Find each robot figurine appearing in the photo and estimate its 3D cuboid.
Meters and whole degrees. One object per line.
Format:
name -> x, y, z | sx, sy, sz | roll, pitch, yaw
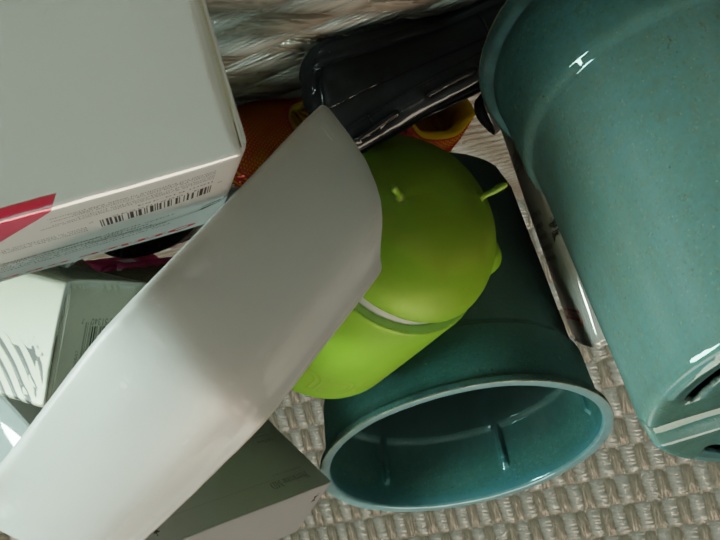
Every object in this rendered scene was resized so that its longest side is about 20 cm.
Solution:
robot figurine -> 0.000, 0.000, 0.825 | 0.175, 0.116, 0.200 | -6, 157, -36

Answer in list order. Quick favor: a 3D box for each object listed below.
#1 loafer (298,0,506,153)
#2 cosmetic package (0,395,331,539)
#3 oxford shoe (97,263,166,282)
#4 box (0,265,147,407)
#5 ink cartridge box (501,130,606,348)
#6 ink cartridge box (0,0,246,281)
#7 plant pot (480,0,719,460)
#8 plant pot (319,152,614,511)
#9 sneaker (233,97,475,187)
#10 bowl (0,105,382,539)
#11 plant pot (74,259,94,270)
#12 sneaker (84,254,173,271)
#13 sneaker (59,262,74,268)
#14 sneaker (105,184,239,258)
loafer -> 0.068, -0.107, 0.753 | 0.200, 0.071, 0.068 | -16, 178, 1
cosmetic package -> -0.128, 0.114, 0.867 | 0.052, 0.151, 0.200 | -58, 158, 19
oxford shoe -> -0.129, 0.025, 0.833 | 0.200, 0.075, 0.070 | 31, 178, 31
box -> -0.221, 0.019, 0.780 | 0.199, 0.069, 0.082 | 12, -177, 26
ink cartridge box -> 0.157, -0.057, 0.970 | 0.084, 0.201, 0.146 | -19, 179, 3
ink cartridge box -> -0.128, -0.050, 0.557 | 0.144, 0.085, 0.200 | -16, 178, -9
plant pot -> 0.172, -0.033, 0.640 | 0.199, 0.197, 0.201 | -9, 150, -5
plant pot -> 0.054, 0.037, 0.989 | 0.199, 0.197, 0.201 | -9, 151, -5
sneaker -> -0.014, -0.092, 0.875 | 0.199, 0.073, 0.077 | -14, 152, -43
bowl -> -0.073, 0.039, 0.652 | 0.200, 0.075, 0.200 | -45, -176, 40
plant pot -> -0.220, 0.056, 0.987 | 0.092, 0.202, 0.201 | -2, 172, -27
sneaker -> -0.151, 0.035, 1.044 | 0.081, 0.089, 0.200 | -8, -175, -31
sneaker -> -0.136, -0.054, 0.775 | 0.087, 0.076, 0.200 | -20, -171, -10
sneaker -> -0.106, -0.056, 1.087 | 0.199, 0.076, 0.115 | -8, -174, -4
